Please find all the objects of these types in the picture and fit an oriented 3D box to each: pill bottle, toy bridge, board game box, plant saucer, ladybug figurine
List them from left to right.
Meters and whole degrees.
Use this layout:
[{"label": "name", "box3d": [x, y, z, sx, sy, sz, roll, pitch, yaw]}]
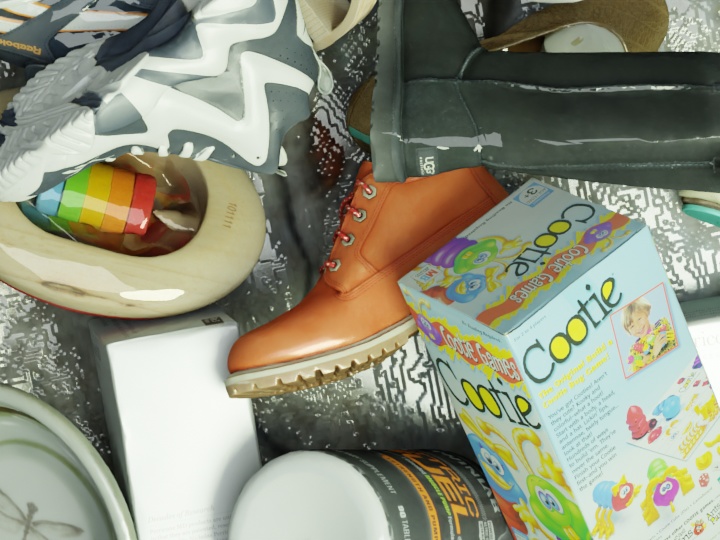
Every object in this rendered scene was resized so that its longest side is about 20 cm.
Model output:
[{"label": "plant saucer", "box3d": [-0.197, 0.155, 1.693, 0.200, 0.050, 0.201, 9, 107, 31]}, {"label": "ladybug figurine", "box3d": [-0.154, -0.033, 1.675, 0.199, 0.072, 0.136, 18, 60, -7]}, {"label": "toy bridge", "box3d": [-0.031, -0.156, 1.636, 0.067, 0.200, 0.027, 52, 54, -6]}, {"label": "pill bottle", "box3d": [0.019, 0.153, 1.656, 0.106, 0.200, 0.107, -2, 86, 30]}, {"label": "board game box", "box3d": [0.119, 0.068, 1.598, 0.105, 0.103, 0.200, -37, 123, -19]}]

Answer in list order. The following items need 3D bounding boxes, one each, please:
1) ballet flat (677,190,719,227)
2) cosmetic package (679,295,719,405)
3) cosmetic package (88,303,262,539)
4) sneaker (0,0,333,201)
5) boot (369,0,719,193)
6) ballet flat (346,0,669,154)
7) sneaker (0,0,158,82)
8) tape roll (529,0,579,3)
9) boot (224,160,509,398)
[{"label": "ballet flat", "box3d": [0.283, -0.027, 1.722, 0.199, 0.069, 0.070, 25, 95, -6]}, {"label": "cosmetic package", "box3d": [0.223, 0.118, 1.729, 0.101, 0.074, 0.201, -9, 98, -3]}, {"label": "cosmetic package", "box3d": [-0.098, 0.123, 1.688, 0.081, 0.113, 0.201, -12, 96, -9]}, {"label": "sneaker", "box3d": [-0.101, -0.077, 1.627, 0.199, 0.079, 0.130, -42, 122, -2]}, {"label": "boot", "box3d": [0.110, -0.112, 1.617, 0.199, 0.165, 0.066, -1, 142, 6]}, {"label": "ballet flat", "box3d": [0.089, -0.107, 1.692, 0.199, 0.072, 0.068, -17, 111, -2]}, {"label": "sneaker", "box3d": [-0.185, -0.139, 1.665, 0.199, 0.078, 0.080, -7, 110, 10]}, {"label": "tape roll", "box3d": [0.056, -0.224, 1.609, 0.202, 0.202, 0.071, 25, 78, -6]}, {"label": "boot", "box3d": [0.000, 0.000, 1.636, 0.200, 0.075, 0.108, -26, 89, -19]}]
